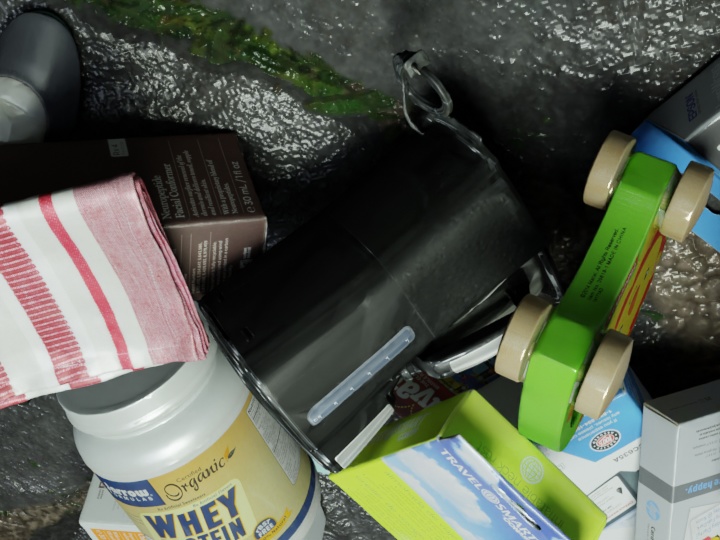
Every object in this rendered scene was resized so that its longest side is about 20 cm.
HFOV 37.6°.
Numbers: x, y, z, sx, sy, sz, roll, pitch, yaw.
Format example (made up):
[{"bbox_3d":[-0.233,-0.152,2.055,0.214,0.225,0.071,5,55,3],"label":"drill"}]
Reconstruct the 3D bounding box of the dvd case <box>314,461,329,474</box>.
[{"bbox_3d":[-0.098,0.099,0.891,0.199,0.022,0.147,18,131,-3],"label":"dvd case"}]

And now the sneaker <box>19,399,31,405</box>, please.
[{"bbox_3d":[-0.339,0.089,0.897,0.199,0.075,0.115,-30,121,30],"label":"sneaker"}]

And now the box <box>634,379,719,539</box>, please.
[{"bbox_3d":[0.273,0.176,0.778,0.155,0.041,0.201,-11,113,-24],"label":"box"}]

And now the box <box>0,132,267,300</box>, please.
[{"bbox_3d":[-0.169,-0.032,0.695,0.199,0.100,0.075,-7,134,-18],"label":"box"}]

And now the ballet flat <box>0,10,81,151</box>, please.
[{"bbox_3d":[-0.244,-0.084,0.734,0.073,0.073,0.200,25,130,-10],"label":"ballet flat"}]

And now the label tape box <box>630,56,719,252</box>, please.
[{"bbox_3d":[0.269,-0.075,0.643,0.143,0.066,0.200,34,126,-18],"label":"label tape box"}]

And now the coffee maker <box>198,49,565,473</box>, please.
[{"bbox_3d":[0.000,0.000,0.671,0.200,0.135,0.193,-38,103,-7],"label":"coffee maker"}]

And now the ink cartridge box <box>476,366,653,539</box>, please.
[{"bbox_3d":[0.175,0.160,0.822,0.146,0.086,0.200,-32,121,15],"label":"ink cartridge box"}]

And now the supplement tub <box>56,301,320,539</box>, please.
[{"bbox_3d":[-0.130,0.131,0.815,0.143,0.145,0.201,-12,127,20],"label":"supplement tub"}]

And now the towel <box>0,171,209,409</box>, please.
[{"bbox_3d":[-0.204,0.023,0.635,0.199,0.023,0.145,-14,131,3],"label":"towel"}]

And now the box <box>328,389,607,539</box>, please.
[{"bbox_3d":[0.068,0.146,0.694,0.122,0.048,0.200,43,151,-6],"label":"box"}]

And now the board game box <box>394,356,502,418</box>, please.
[{"bbox_3d":[0.068,0.082,0.832,0.200,0.019,0.103,40,115,-21],"label":"board game box"}]

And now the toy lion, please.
[{"bbox_3d":[0.149,0.027,0.655,0.068,0.201,0.192,23,152,18],"label":"toy lion"}]

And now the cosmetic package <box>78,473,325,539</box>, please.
[{"bbox_3d":[-0.140,0.227,0.962,0.198,0.072,0.102,0,141,12],"label":"cosmetic package"}]
